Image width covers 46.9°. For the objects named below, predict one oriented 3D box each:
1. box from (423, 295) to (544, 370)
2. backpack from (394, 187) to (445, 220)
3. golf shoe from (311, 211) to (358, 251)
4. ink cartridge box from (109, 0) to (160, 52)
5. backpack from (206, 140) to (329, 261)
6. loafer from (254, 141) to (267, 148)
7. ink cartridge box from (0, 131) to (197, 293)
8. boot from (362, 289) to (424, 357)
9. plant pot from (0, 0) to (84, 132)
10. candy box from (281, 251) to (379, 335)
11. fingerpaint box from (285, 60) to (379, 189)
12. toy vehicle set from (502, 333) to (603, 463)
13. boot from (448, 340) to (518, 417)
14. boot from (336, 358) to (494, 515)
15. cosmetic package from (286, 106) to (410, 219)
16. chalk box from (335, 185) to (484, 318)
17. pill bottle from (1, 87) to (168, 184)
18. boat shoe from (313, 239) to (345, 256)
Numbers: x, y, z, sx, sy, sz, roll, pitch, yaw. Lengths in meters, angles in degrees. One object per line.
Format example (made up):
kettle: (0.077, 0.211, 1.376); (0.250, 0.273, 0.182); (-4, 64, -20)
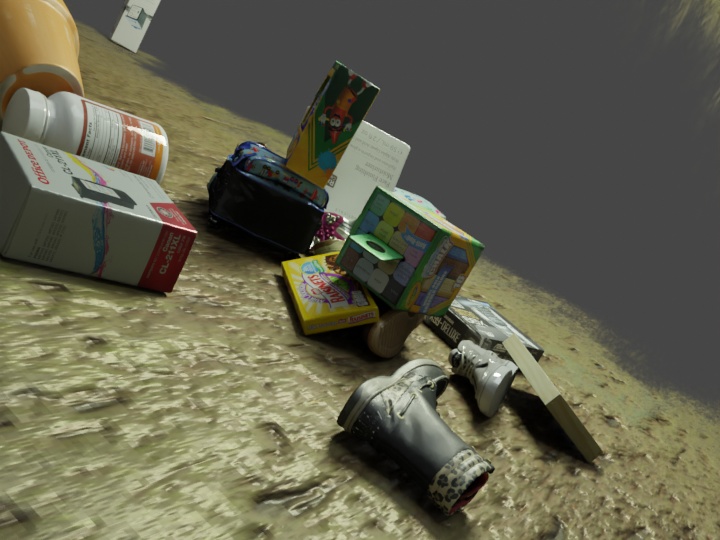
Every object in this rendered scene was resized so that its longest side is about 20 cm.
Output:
box: (0.203, 0.102, 1.425); (0.197, 0.050, 0.157); (16, 20, -45)
backpack: (0.087, -0.073, 1.631); (0.197, 0.152, 0.178); (27, 12, -29)
golf shoe: (-0.016, -0.052, 1.412); (0.195, 0.077, 0.092); (0, -25, 19)
ink cartridge box: (-0.646, -0.750, 2.400); (0.084, 0.203, 0.147); (23, 15, -24)
backpack: (-0.155, -0.122, 1.329); (0.180, 0.137, 0.200); (24, 12, -21)
loafer: (-0.211, -0.228, 1.708); (0.071, 0.073, 0.201); (24, 14, -15)
ink cartridge box: (-0.303, -0.062, 0.917); (0.197, 0.084, 0.146); (16, 19, -44)
boot: (-0.007, 0.056, 1.185); (0.163, 0.074, 0.199); (19, 14, 18)
plant pot: (-0.473, -0.281, 1.149); (0.198, 0.201, 0.184); (12, 33, -50)
candy box: (-0.046, 0.027, 1.143); (0.100, 0.027, 0.200); (-12, 25, -10)
fingerpaint box: (-0.049, -0.231, 1.286); (0.072, 0.169, 0.200); (29, 12, -11)
toy vehicle set: (0.283, 0.186, 1.239); (0.125, 0.026, 0.201); (51, 6, -21)
boot: (0.163, 0.148, 1.174); (0.094, 0.075, 0.200); (26, 4, 15)
boot: (0.079, 0.175, 0.886); (0.153, 0.074, 0.202); (38, 20, 23)
cosmetic package: (-0.041, -0.174, 1.529); (0.162, 0.204, 0.164); (21, 1, -29)
chalk box: (0.059, -0.026, 1.132); (0.124, 0.126, 0.199); (36, 10, 29)
pill bottle: (-0.366, -0.170, 1.109); (0.197, 0.114, 0.112); (14, 19, -45)
boat shoe: (0.000, 0.000, 1.370); (0.197, 0.064, 0.072); (13, -24, -42)
